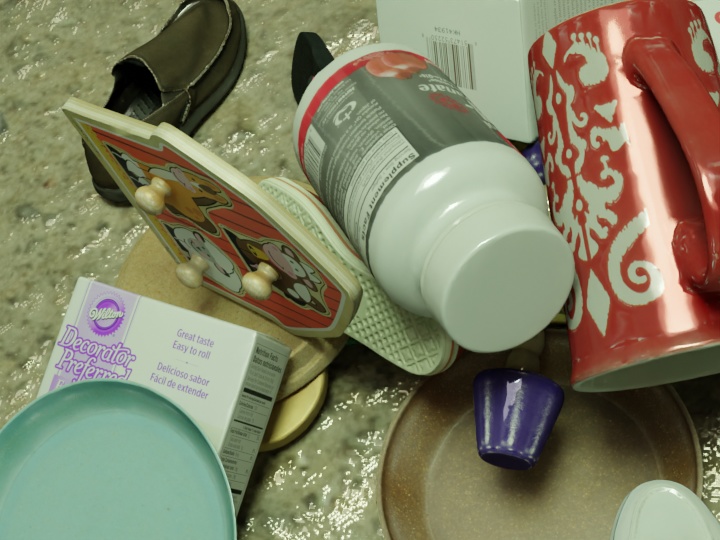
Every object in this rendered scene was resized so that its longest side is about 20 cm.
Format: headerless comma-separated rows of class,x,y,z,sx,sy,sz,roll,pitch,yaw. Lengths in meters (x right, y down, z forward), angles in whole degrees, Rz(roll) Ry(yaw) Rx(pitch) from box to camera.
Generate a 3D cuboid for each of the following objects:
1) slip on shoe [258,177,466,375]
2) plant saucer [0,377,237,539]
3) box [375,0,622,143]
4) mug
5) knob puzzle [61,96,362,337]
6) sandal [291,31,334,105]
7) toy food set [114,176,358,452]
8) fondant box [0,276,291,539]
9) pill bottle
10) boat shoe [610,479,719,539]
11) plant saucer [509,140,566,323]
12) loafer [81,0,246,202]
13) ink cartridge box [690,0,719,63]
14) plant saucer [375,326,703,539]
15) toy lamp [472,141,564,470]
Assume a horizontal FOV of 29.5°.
slip on shoe,0.000,0.000,0.887,0.061,0.075,0.199,-16,40,-44
plant saucer,-0.157,0.167,0.820,0.198,0.027,0.203,-5,75,21
box,0.122,-0.176,0.931,0.124,0.099,0.199,17,36,39
mug,0.179,-0.049,0.770,0.132,0.177,0.203,-1,74,-32
knob puzzle,-0.081,-0.013,0.827,0.218,0.220,0.031,26,67,30
sandal,-0.028,-0.110,0.998,0.045,0.076,0.201,-2,35,-24
toy food set,-0.081,0.017,0.961,0.199,0.049,0.199,24,68,29
fondant box,-0.145,0.121,0.873,0.143,0.058,0.202,15,81,25
pill bottle,0.042,-0.043,0.800,0.110,0.111,0.200,-31,42,-4
boat shoe,0.170,0.177,0.698,0.073,0.067,0.201,-5,42,4
plant saucer,0.151,-0.041,0.925,0.197,0.049,0.202,2,58,19
loafer,-0.154,-0.149,1.076,0.072,0.072,0.202,13,63,24
ink cartridge box,0.284,-0.077,0.845,0.143,0.088,0.202,-11,63,-14
plant saucer,0.109,0.130,0.835,0.198,0.037,0.202,-8,57,12
toy lamp,0.107,0.021,0.838,0.057,0.058,0.202,6,66,21
